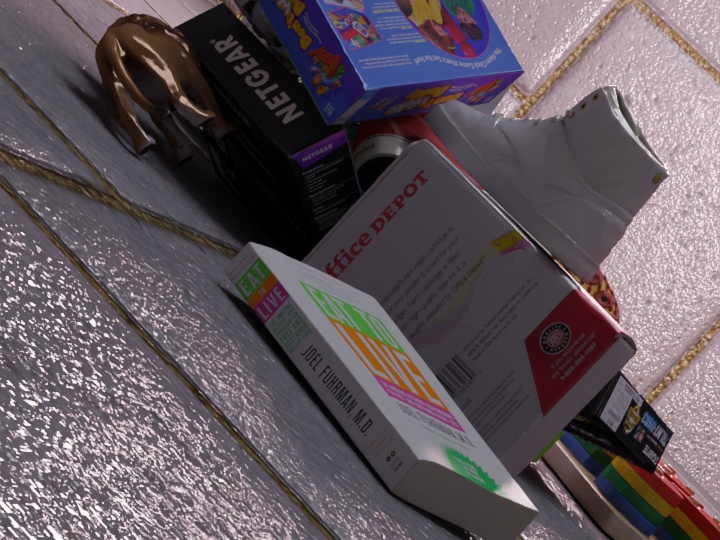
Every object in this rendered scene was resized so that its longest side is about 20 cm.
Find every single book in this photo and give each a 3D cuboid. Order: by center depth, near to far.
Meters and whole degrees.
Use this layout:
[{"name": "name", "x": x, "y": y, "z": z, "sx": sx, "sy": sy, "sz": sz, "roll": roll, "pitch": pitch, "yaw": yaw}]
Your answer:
[{"name": "book", "x": 0.008, "y": 0.074, "z": 1.313, "sx": 0.133, "sy": 0.048, "sz": 0.200, "roll": 31, "pitch": 15, "yaw": -51}]

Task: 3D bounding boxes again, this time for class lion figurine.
[{"name": "lion figurine", "x": -0.151, "y": -0.141, "z": 1.566, "sx": 0.123, "sy": 0.072, "sz": 0.200, "roll": 59, "pitch": -1, "yaw": 5}]

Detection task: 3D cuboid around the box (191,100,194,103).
[{"name": "box", "x": -0.062, "y": -0.120, "z": 1.913, "sx": 0.199, "sy": 0.038, "sz": 0.137, "roll": 27, "pitch": -14, "yaw": 33}]

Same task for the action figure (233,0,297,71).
[{"name": "action figure", "x": -0.057, "y": -0.199, "z": 1.677, "sx": 0.131, "sy": 0.069, "sz": 0.200, "roll": 60, "pitch": 1, "yaw": -4}]

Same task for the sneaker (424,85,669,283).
[{"name": "sneaker", "x": 0.135, "y": -0.088, "z": 1.533, "sx": 0.074, "sy": 0.116, "sz": 0.200, "roll": 35, "pitch": 8, "yaw": -48}]

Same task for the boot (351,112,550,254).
[{"name": "boot", "x": 0.075, "y": -0.082, "z": 1.677, "sx": 0.200, "sy": 0.072, "sz": 0.145, "roll": 38, "pitch": 38, "yaw": -30}]

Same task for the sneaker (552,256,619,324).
[{"name": "sneaker", "x": 0.138, "y": 0.008, "z": 1.809, "sx": 0.200, "sy": 0.073, "sz": 0.078, "roll": 39, "pitch": -33, "yaw": 35}]

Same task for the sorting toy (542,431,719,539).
[{"name": "sorting toy", "x": 0.260, "y": 0.209, "z": 2.020, "sx": 0.200, "sy": 0.070, "sz": 0.199, "roll": 41, "pitch": 6, "yaw": -33}]

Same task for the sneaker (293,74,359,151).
[{"name": "sneaker", "x": -0.043, "y": -0.101, "z": 1.761, "sx": 0.077, "sy": 0.087, "sz": 0.199, "roll": -3, "pitch": 25, "yaw": -46}]

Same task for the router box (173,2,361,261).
[{"name": "router box", "x": -0.063, "y": -0.088, "z": 1.647, "sx": 0.200, "sy": 0.051, "sz": 0.150, "roll": 48, "pitch": -20, "yaw": 44}]

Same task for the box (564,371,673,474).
[{"name": "box", "x": 0.151, "y": 0.090, "z": 1.859, "sx": 0.199, "sy": 0.050, "sz": 0.199, "roll": 27, "pitch": -9, "yaw": 26}]

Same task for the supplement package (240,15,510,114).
[{"name": "supplement package", "x": 0.012, "y": -0.183, "z": 1.847, "sx": 0.199, "sy": 0.117, "sz": 0.117, "roll": 24, "pitch": -17, "yaw": 41}]

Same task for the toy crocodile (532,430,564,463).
[{"name": "toy crocodile", "x": 0.105, "y": 0.100, "z": 1.695, "sx": 0.062, "sy": 0.068, "sz": 0.200, "roll": 46, "pitch": 6, "yaw": 33}]

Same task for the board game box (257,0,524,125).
[{"name": "board game box", "x": 0.019, "y": -0.182, "z": 1.606, "sx": 0.199, "sy": 0.045, "sz": 0.135, "roll": -12, "pitch": 69, "yaw": -51}]

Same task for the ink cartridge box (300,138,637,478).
[{"name": "ink cartridge box", "x": 0.069, "y": 0.032, "z": 1.515, "sx": 0.200, "sy": 0.148, "sz": 0.086, "roll": 47, "pitch": 6, "yaw": 20}]
